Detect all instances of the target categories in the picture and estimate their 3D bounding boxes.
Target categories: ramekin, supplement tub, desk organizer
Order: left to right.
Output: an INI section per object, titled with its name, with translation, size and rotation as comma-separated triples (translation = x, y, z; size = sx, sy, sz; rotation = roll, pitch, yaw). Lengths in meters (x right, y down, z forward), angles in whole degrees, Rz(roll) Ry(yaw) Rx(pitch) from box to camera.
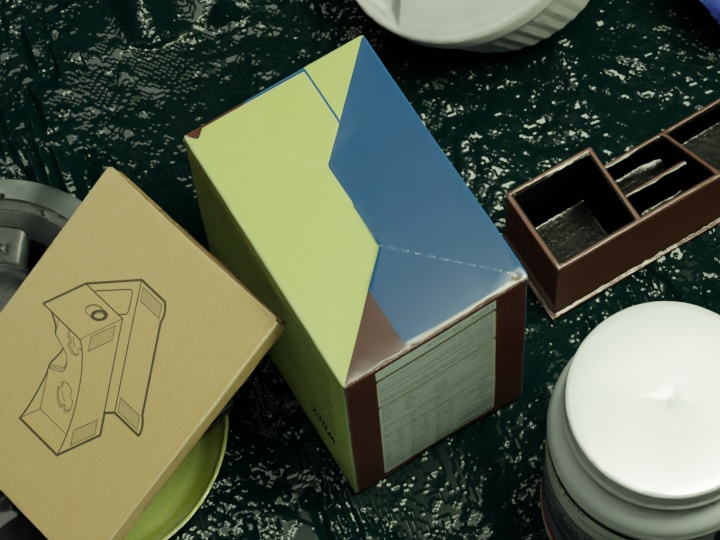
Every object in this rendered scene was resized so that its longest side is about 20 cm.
[ramekin]
translation = 0.087, -0.244, 1.679
size = 0.201, 0.094, 0.204
rotation = -6, 78, 29
[desk organizer]
translation = 0.196, -0.057, 1.636
size = 0.199, 0.077, 0.072
rotation = -30, 68, -10
[supplement tub]
translation = 0.183, 0.114, 1.495
size = 0.139, 0.200, 0.141
rotation = -1, 66, 2

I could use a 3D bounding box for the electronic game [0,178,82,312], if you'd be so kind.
[electronic game]
translation = -0.240, 0.036, 1.600
size = 0.198, 0.042, 0.202
rotation = 0, 74, 1

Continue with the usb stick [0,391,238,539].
[usb stick]
translation = -0.167, 0.124, 1.559
size = 0.200, 0.033, 0.056
rotation = -39, 94, -14

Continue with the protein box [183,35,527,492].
[protein box]
translation = 0.000, 0.000, 1.552
size = 0.134, 0.200, 0.199
rotation = -29, 68, -10

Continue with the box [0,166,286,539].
[box]
translation = -0.162, 0.061, 1.512
size = 0.163, 0.021, 0.200
rotation = 41, 97, 24

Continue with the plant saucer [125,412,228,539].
[plant saucer]
translation = -0.185, 0.108, 1.606
size = 0.198, 0.031, 0.202
rotation = -1, 65, 2

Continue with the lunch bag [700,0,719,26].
[lunch bag]
translation = 0.285, -0.272, 1.704
size = 0.199, 0.124, 0.170
rotation = -29, 69, -18
